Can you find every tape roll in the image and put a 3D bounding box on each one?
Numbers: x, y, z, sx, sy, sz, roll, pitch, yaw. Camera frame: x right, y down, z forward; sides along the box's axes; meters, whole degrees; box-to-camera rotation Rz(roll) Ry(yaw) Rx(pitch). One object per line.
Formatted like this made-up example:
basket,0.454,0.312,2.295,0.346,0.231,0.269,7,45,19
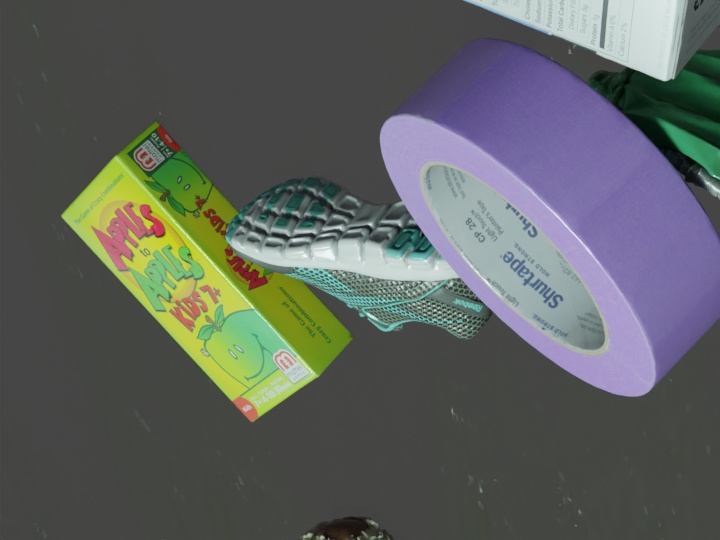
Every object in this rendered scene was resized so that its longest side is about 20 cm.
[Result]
tape roll,0.102,-0.027,0.988,0.200,0.066,0.200,43,167,13

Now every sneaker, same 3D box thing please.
sneaker,0.000,0.000,1.162,0.199,0.078,0.092,12,136,37

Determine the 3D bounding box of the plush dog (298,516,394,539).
plush dog,0.013,0.304,1.350,0.199,0.172,0.161,25,139,22

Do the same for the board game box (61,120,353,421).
board game box,-0.108,0.004,1.280,0.200,0.048,0.102,47,143,-5

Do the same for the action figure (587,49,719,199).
action figure,0.195,-0.068,0.913,0.199,0.118,0.055,24,151,37

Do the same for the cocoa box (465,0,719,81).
cocoa box,0.121,-0.199,0.759,0.131,0.200,0.134,25,139,23
